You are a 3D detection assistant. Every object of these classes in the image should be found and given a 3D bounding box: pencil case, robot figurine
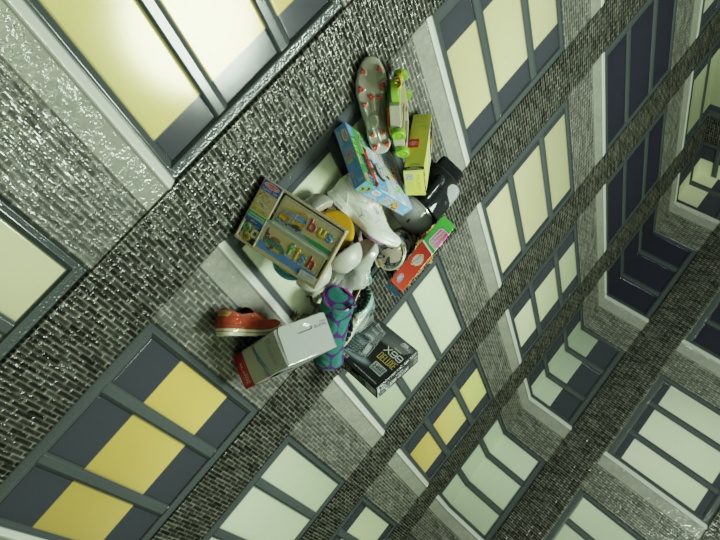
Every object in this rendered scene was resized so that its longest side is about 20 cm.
[{"bbox_3d":[-0.063,0.139,1.538,0.091,0.085,0.204,-18,135,-37],"label":"pencil case"},{"bbox_3d":[0.084,-0.054,1.585,0.089,0.078,0.200,-43,179,17],"label":"pencil case"},{"bbox_3d":[0.165,-0.189,1.610,0.201,0.124,0.151,-49,142,-11],"label":"robot figurine"}]

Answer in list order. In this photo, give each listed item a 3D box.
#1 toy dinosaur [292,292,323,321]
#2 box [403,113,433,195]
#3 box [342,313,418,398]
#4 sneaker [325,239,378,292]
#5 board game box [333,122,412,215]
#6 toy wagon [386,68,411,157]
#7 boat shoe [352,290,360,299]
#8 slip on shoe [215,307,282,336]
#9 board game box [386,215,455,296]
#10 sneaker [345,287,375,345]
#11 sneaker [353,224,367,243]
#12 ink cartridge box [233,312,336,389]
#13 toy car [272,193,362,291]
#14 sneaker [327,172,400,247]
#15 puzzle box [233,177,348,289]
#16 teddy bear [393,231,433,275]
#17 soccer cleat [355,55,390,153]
[{"bbox_3d":[-0.114,0.121,1.562,0.203,0.058,0.101,-59,147,3],"label":"toy dinosaur"},{"bbox_3d":[0.135,-0.268,1.478,0.076,0.049,0.204,76,20,-48],"label":"box"},{"bbox_3d":[0.031,0.216,1.691,0.156,0.199,0.051,-36,143,-25],"label":"box"},{"bbox_3d":[0.000,0.000,1.508,0.199,0.087,0.076,-39,-156,49],"label":"sneaker"},{"bbox_3d":[0.030,-0.216,1.400,0.036,0.155,0.198,-30,154,23],"label":"board game box"},{"bbox_3d":[0.081,-0.346,1.367,0.201,0.038,0.160,62,29,-66],"label":"toy wagon"},{"bbox_3d":[-0.016,0.036,1.611,0.203,0.063,0.073,-58,146,1],"label":"boat shoe"},{"bbox_3d":[-0.237,0.111,1.398,0.198,0.072,0.063,9,78,-59],"label":"slip on shoe"},{"bbox_3d":[0.143,-0.032,1.578,0.201,0.040,0.153,-50,177,-6],"label":"board game box"},{"bbox_3d":[-0.024,0.145,1.679,0.201,0.077,0.086,-52,148,-7],"label":"sneaker"},{"bbox_3d":[0.018,-0.146,1.494,0.069,0.082,0.204,-23,133,-35],"label":"sneaker"},{"bbox_3d":[-0.168,0.178,1.425,0.144,0.085,0.199,-17,170,-42],"label":"ink cartridge box"},{"bbox_3d":[-0.108,-0.048,1.377,0.198,0.177,0.150,-30,174,-33],"label":"toy car"},{"bbox_3d":[0.023,-0.132,1.425,0.100,0.199,0.075,-48,-169,7],"label":"sneaker"},{"bbox_3d":[-0.136,-0.073,1.270,0.135,0.197,0.025,-59,174,4],"label":"puzzle box"},{"bbox_3d":[0.162,-0.038,1.772,0.200,0.066,0.146,-46,147,-14],"label":"teddy bear"},{"bbox_3d":[0.027,-0.350,1.370,0.067,0.078,0.205,-9,115,0],"label":"soccer cleat"}]
